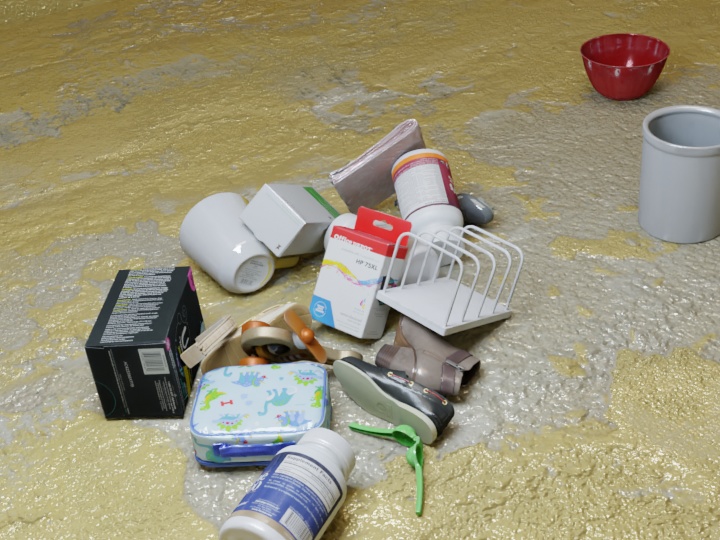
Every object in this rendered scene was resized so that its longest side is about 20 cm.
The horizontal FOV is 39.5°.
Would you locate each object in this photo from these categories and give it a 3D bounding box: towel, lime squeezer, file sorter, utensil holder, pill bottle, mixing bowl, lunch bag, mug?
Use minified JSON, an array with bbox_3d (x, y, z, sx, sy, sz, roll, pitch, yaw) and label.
[{"bbox_3d":[0.041,-0.189,1.888,0.191,0.200,0.032,-34,71,0],"label":"towel"},{"bbox_3d":[0.058,0.255,1.406,0.071,0.038,0.200,-20,38,-20],"label":"lime squeezer"},{"bbox_3d":[0.152,0.007,1.613,0.139,0.125,0.200,29,23,32],"label":"file sorter"},{"bbox_3d":[0.590,-0.173,1.818,0.170,0.200,0.170,-3,34,2],"label":"utensil holder"},{"bbox_3d":[-0.086,0.298,1.297,0.111,0.111,0.200,12,38,24],"label":"pill bottle"},{"bbox_3d":[0.032,-0.025,1.751,0.114,0.114,0.200,-29,41,-30],"label":"pill bottle"},{"bbox_3d":[0.607,-0.461,2.318,0.200,0.108,0.200,-4,33,2],"label":"mixing bowl"},{"bbox_3d":[-0.144,0.212,1.457,0.200,0.083,0.161,-4,33,2],"label":"lunch bag"},{"bbox_3d":[0.126,-0.113,1.825,0.109,0.110,0.200,-8,59,-5],"label":"pill bottle"},{"bbox_3d":[-0.209,-0.046,1.796,0.186,0.150,0.153,-27,47,-18],"label":"mug"}]

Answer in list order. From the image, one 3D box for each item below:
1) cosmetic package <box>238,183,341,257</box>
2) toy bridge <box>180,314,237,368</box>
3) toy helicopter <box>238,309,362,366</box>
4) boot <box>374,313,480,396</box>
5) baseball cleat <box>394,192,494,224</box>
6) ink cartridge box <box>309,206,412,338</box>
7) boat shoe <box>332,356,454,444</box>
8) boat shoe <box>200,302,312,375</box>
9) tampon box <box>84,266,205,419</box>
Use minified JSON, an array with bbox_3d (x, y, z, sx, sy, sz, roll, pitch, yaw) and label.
[{"bbox_3d":[-0.117,-0.091,1.791,0.108,0.085,0.200,44,16,11],"label":"cosmetic package"},{"bbox_3d":[-0.228,0.099,1.591,0.067,0.027,0.200,-37,5,11],"label":"toy bridge"},{"bbox_3d":[-0.084,0.118,1.537,0.200,0.132,0.079,14,58,-23],"label":"toy helicopter"},{"bbox_3d":[0.118,0.127,1.572,0.146,0.070,0.200,17,37,17],"label":"boot"},{"bbox_3d":[0.155,-0.109,1.917,0.200,0.070,0.106,19,55,39],"label":"baseball cleat"},{"bbox_3d":[0.000,0.000,1.644,0.116,0.200,0.067,19,6,32],"label":"ink cartridge box"},{"bbox_3d":[0.046,0.181,1.484,0.201,0.074,0.063,28,50,30],"label":"boat shoe"},{"bbox_3d":[-0.173,0.116,1.621,0.200,0.074,0.069,-29,17,-19],"label":"boat shoe"},{"bbox_3d":[-0.328,0.110,1.569,0.126,0.150,0.200,-2,34,6],"label":"tampon box"}]
